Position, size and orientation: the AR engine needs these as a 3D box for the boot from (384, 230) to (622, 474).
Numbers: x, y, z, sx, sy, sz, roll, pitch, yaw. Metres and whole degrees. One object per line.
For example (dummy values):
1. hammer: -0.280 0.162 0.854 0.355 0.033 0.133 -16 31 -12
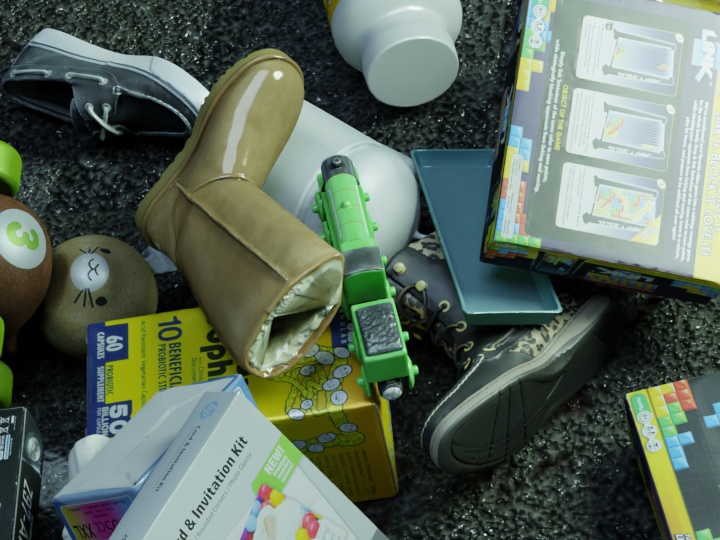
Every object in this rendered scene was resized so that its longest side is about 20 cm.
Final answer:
1. boot: 0.070 0.051 1.689 0.150 0.073 0.200 30 49 28

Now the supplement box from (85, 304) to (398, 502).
1. supplement box: -0.081 0.096 1.676 0.199 0.110 0.109 -9 50 4

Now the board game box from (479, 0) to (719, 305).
1. board game box: 0.179 -0.090 1.685 0.165 0.057 0.201 12 72 -5

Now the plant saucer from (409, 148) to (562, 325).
1. plant saucer: 0.086 -0.025 1.722 0.070 0.019 0.200 0 37 -12

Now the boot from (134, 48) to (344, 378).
1. boot: -0.059 -0.041 1.650 0.175 0.066 0.200 -57 37 8

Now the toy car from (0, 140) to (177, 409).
1. toy car: -0.203 0.010 1.757 0.199 0.158 0.165 3 61 -2

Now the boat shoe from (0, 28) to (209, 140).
1. boat shoe: -0.199 -0.133 1.911 0.200 0.072 0.068 22 56 29

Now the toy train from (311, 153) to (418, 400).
1. toy train: 0.000 0.000 1.631 0.042 0.056 0.200 -12 49 -3

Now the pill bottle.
1. pill bottle: 0.020 -0.224 1.918 0.104 0.104 0.200 -15 50 -1

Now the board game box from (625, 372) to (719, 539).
1. board game box: 0.277 0.152 1.582 0.165 0.057 0.200 -15 50 1

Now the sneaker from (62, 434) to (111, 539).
1. sneaker: -0.178 0.210 1.583 0.088 0.075 0.201 -13 84 17

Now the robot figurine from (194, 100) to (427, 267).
1. robot figurine: -0.037 -0.057 1.788 0.200 0.113 0.169 31 45 30

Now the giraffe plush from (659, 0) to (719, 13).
1. giraffe plush: 0.228 -0.157 1.799 0.200 0.172 0.163 -2 68 -41

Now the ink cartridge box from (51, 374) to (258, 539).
1. ink cartridge box: -0.093 0.188 1.556 0.076 0.201 0.136 -9 24 36

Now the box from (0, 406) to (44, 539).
1. box: -0.296 0.191 1.599 0.160 0.044 0.201 -8 52 9

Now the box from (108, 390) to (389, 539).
1. box: -0.060 0.195 1.488 0.041 0.200 0.156 -5 45 52
